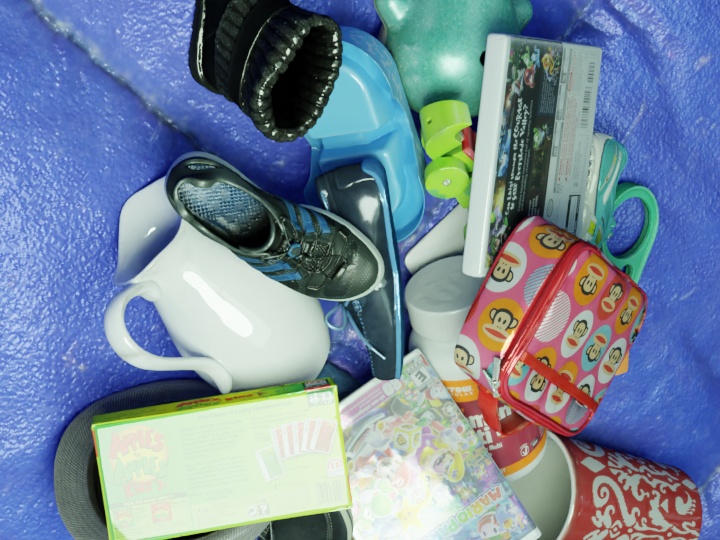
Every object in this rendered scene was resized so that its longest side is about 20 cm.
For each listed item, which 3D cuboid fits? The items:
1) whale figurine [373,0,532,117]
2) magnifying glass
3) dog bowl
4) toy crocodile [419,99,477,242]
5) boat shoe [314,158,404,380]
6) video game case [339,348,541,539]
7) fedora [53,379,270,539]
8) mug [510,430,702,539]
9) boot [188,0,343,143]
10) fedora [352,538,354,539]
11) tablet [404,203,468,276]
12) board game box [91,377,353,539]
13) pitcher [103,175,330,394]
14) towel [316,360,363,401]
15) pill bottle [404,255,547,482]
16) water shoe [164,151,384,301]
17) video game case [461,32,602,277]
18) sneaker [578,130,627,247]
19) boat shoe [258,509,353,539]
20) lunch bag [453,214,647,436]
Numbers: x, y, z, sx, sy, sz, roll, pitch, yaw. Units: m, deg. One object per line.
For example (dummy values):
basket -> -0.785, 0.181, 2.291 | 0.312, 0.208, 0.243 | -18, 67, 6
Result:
whale figurine -> 0.089, -0.228, 1.378 | 0.158, 0.104, 0.202 | 2, 106, -27
magnifying glass -> 0.262, 0.009, 1.598 | 0.079, 0.022, 0.202 | -16, 119, -33
dog bowl -> -0.004, -0.118, 1.372 | 0.050, 0.110, 0.201 | -61, 139, -51
toy crocodile -> 0.101, -0.077, 1.390 | 0.061, 0.068, 0.200 | -19, 136, 19
boat shoe -> 0.000, 0.000, 1.377 | 0.068, 0.084, 0.202 | -6, 108, 4
video game case -> 0.049, 0.192, 1.421 | 0.143, 0.018, 0.201 | -34, 90, -8
fedora -> -0.161, 0.190, 1.390 | 0.198, 0.178, 0.091 | -12, 148, -8
mug -> 0.227, 0.243, 1.630 | 0.199, 0.177, 0.135 | 13, 65, -35
boot -> -0.074, -0.219, 1.264 | 0.079, 0.158, 0.213 | -6, 111, -25
fedora -> 0.009, 0.252, 1.521 | 0.199, 0.082, 0.203 | -9, 111, -24
tablet -> 0.144, -0.034, 1.530 | 0.200, 0.014, 0.130 | -43, 121, -8
board game box -> -0.112, 0.155, 1.301 | 0.198, 0.048, 0.103 | -9, 95, -6
pitcher -> -0.124, 0.043, 1.337 | 0.200, 0.121, 0.173 | 43, 46, -30
towel -> 0.016, 0.178, 1.457 | 0.199, 0.049, 0.112 | 35, 72, 0
pill bottle -> 0.106, 0.094, 1.491 | 0.109, 0.109, 0.201 | -27, 123, -16
water shoe -> -0.069, -0.022, 1.276 | 0.199, 0.079, 0.072 | 26, 105, -17
video game case -> 0.151, -0.099, 1.388 | 0.181, 0.023, 0.202 | -6, 104, -56
sneaker -> 0.209, -0.032, 1.517 | 0.079, 0.077, 0.202 | 1, 109, -40
boat shoe -> -0.057, 0.247, 1.412 | 0.062, 0.074, 0.201 | -46, 165, -40
lunch bag -> 0.159, 0.062, 1.385 | 0.177, 0.082, 0.200 | -60, 147, -1
